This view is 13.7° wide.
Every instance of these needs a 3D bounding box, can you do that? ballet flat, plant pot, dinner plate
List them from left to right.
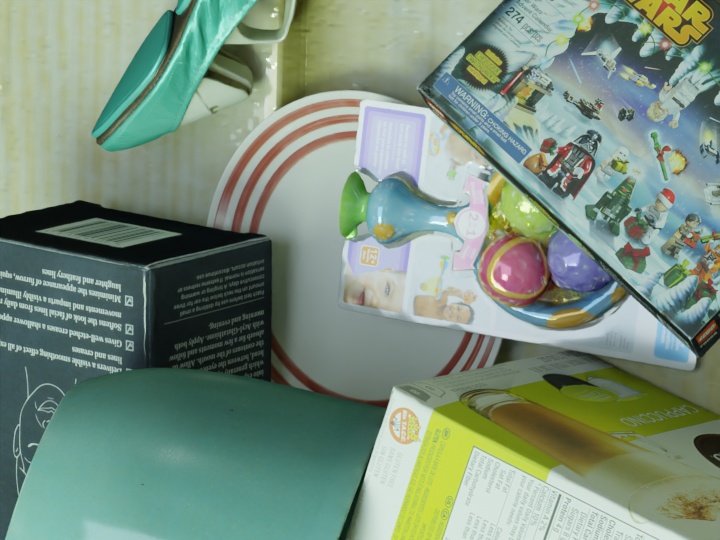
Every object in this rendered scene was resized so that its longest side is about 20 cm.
[{"bbox_3d":[-0.090,0.141,1.519,0.161,0.201,0.201,18,106,5],"label":"plant pot"},{"bbox_3d":[-0.081,-0.129,1.661,0.070,0.067,0.200,25,124,-12],"label":"ballet flat"},{"bbox_3d":[0.000,0.000,1.652,0.200,0.024,0.200,4,97,33],"label":"dinner plate"}]

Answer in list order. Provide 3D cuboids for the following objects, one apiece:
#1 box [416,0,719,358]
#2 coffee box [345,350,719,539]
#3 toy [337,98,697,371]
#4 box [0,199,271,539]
[{"bbox_3d":[0.145,-0.072,1.506,0.137,0.040,0.200,-46,68,-3],"label":"box"},{"bbox_3d":[0.115,0.175,1.491,0.198,0.200,0.200,25,108,27],"label":"coffee box"},{"bbox_3d":[0.081,-0.018,1.560,0.200,0.047,0.115,10,100,21],"label":"toy"},{"bbox_3d":[-0.137,0.074,1.682,0.148,0.107,0.200,11,106,37],"label":"box"}]
